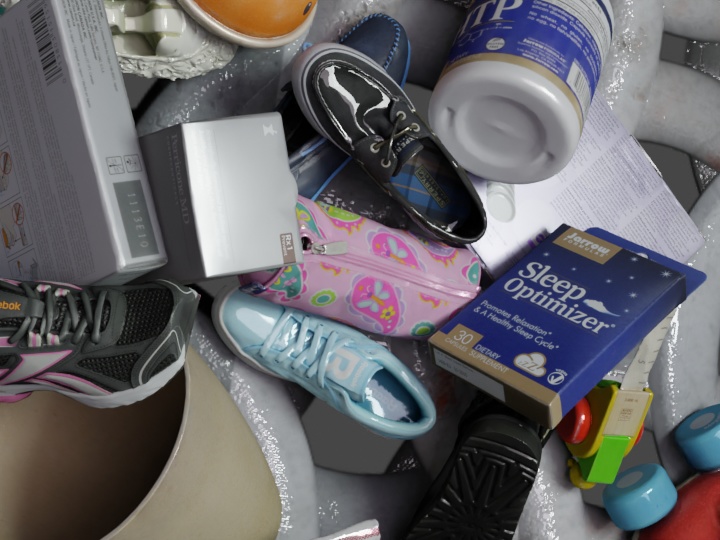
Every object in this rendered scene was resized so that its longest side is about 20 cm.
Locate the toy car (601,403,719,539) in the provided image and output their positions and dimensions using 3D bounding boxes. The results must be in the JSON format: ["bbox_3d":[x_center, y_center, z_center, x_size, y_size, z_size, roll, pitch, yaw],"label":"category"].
[{"bbox_3d":[0.334,0.228,1.140,0.177,0.200,0.185,-34,99,-18],"label":"toy car"}]

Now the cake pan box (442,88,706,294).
[{"bbox_3d":[0.174,-0.037,1.172,0.184,0.052,0.200,-42,102,-15],"label":"cake pan box"}]

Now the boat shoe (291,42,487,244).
[{"bbox_3d":[0.028,-0.089,1.037,0.070,0.066,0.200,-43,119,-5],"label":"boat shoe"}]

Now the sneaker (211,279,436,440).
[{"bbox_3d":[-0.020,0.067,1.077,0.199,0.082,0.074,30,77,-17],"label":"sneaker"}]

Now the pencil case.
[{"bbox_3d":[0.000,0.000,1.063,0.199,0.087,0.088,18,81,-35],"label":"pencil case"}]

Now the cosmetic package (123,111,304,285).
[{"bbox_3d":[-0.131,-0.041,0.974,0.090,0.200,0.107,-10,89,-34],"label":"cosmetic package"}]

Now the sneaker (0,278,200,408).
[{"bbox_3d":[-0.200,0.040,0.879,0.086,0.199,0.081,45,39,-52],"label":"sneaker"}]

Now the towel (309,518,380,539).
[{"bbox_3d":[-0.064,0.256,1.013,0.146,0.201,0.030,-14,49,-21],"label":"towel"}]

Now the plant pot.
[{"bbox_3d":[-0.143,0.146,0.970,0.188,0.187,0.200,-60,141,-13],"label":"plant pot"}]

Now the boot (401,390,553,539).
[{"bbox_3d":[0.104,0.149,1.116,0.079,0.212,0.158,25,37,-2],"label":"boot"}]

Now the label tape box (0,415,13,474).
[{"bbox_3d":[-0.357,0.094,0.959,0.199,0.063,0.145,-13,92,-21],"label":"label tape box"}]

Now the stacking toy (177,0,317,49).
[{"bbox_3d":[-0.046,-0.265,1.005,0.146,0.200,0.147,17,59,-32],"label":"stacking toy"}]

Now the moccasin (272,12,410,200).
[{"bbox_3d":[-0.028,-0.122,1.075,0.201,0.080,0.068,-59,146,-14],"label":"moccasin"}]

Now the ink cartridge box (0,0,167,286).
[{"bbox_3d":[-0.219,-0.076,0.962,0.043,0.173,0.201,-10,83,-42],"label":"ink cartridge box"}]

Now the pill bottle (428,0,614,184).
[{"bbox_3d":[0.137,-0.178,1.104,0.119,0.120,0.201,35,52,-16],"label":"pill bottle"}]

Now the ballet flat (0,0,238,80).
[{"bbox_3d":[-0.177,-0.181,1.039,0.199,0.072,0.072,-2,88,-21],"label":"ballet flat"}]

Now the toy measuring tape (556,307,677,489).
[{"bbox_3d":[0.210,0.092,1.150,0.073,0.074,0.201,7,114,-20],"label":"toy measuring tape"}]

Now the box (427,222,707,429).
[{"bbox_3d":[0.162,0.028,1.065,0.200,0.121,0.033,-38,135,-28],"label":"box"}]
